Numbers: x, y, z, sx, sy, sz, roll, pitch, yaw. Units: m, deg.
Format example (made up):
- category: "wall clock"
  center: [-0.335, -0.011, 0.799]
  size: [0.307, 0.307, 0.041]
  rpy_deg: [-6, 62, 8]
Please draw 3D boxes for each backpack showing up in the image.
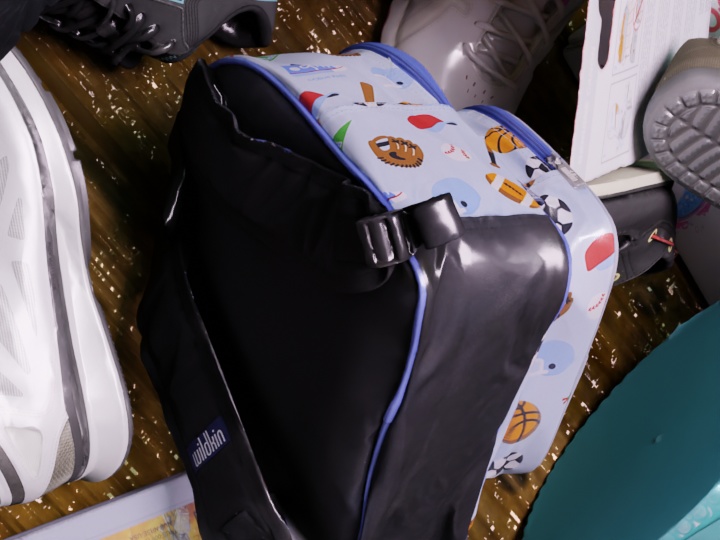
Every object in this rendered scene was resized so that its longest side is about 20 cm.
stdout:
- category: "backpack"
  center: [0.000, 0.000, 0.981]
  size: [0.154, 0.200, 0.191]
  rpy_deg: [-9, 43, -38]

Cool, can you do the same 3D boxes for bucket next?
- category: "bucket"
  center: [0.179, 0.116, 1.089]
  size: [0.135, 0.207, 0.207]
  rpy_deg: [41, 57, -13]

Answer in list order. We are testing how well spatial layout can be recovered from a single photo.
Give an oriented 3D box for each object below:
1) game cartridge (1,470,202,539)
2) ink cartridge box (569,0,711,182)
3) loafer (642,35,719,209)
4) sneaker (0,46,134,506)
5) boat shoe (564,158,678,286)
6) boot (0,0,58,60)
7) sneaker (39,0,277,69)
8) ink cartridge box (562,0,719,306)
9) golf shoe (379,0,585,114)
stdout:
- category: "game cartridge"
  center: [-0.076, 0.153, 0.991]
  size: [0.200, 0.042, 0.133]
  rpy_deg: [-19, 86, -38]
- category: "ink cartridge box"
  center: [0.109, -0.129, 1.048]
  size: [0.200, 0.047, 0.160]
  rpy_deg: [-27, 124, -64]
- category: "loafer"
  center: [0.206, -0.040, 1.070]
  size: [0.200, 0.075, 0.070]
  rpy_deg: [37, 35, -25]
- category: "sneaker"
  center: [-0.166, -0.001, 0.938]
  size: [0.115, 0.076, 0.201]
  rpy_deg: [-18, 91, -40]
- category: "boat shoe"
  center: [0.106, -0.020, 1.096]
  size: [0.201, 0.074, 0.063]
  rpy_deg: [-8, 100, -75]
- category: "boot"
  center: [-0.167, -0.165, 0.892]
  size: [0.168, 0.200, 0.076]
  rpy_deg: [51, 22, 8]
- category: "sneaker"
  center: [-0.097, -0.123, 1.011]
  size: [0.200, 0.075, 0.079]
  rpy_deg: [-15, 99, -50]
- category: "ink cartridge box"
  center: [0.215, -0.069, 1.232]
  size: [0.148, 0.086, 0.200]
  rpy_deg: [-39, 103, -36]
- category: "golf shoe"
  center: [0.069, -0.130, 1.137]
  size: [0.075, 0.091, 0.200]
  rpy_deg: [34, 62, -27]
